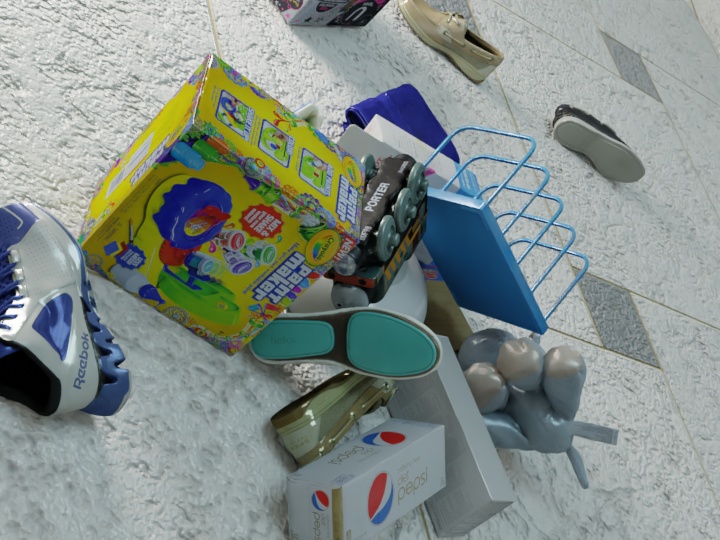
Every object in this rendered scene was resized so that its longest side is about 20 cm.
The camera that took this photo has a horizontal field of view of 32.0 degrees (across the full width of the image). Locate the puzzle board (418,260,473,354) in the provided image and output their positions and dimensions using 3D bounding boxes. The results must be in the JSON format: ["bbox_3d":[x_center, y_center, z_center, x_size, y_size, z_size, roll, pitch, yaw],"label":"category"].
[{"bbox_3d":[0.052,0.037,1.506,0.199,0.017,0.152,4,53,-51],"label":"puzzle board"}]

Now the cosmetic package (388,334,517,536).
[{"bbox_3d":[0.089,0.174,1.345,0.050,0.082,0.201,13,47,-48],"label":"cosmetic package"}]

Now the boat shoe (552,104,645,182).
[{"bbox_3d":[0.415,-0.221,2.187,0.199,0.074,0.061,26,42,-20],"label":"boat shoe"}]

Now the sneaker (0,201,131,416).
[{"bbox_3d":[-0.276,0.037,1.030,0.115,0.080,0.200,-11,67,-57],"label":"sneaker"}]

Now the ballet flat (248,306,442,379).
[{"bbox_3d":[-0.012,0.068,1.256,0.069,0.198,0.070,3,90,-77],"label":"ballet flat"}]

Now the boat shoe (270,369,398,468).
[{"bbox_3d":[-0.012,0.137,1.271,0.200,0.073,0.064,-27,89,-57],"label":"boat shoe"}]

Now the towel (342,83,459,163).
[{"bbox_3d":[0.055,-0.171,1.705,0.148,0.049,0.200,57,31,-2],"label":"towel"}]

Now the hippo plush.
[{"bbox_3d":[0.196,0.121,1.460,0.198,0.160,0.161,18,29,-14],"label":"hippo plush"}]

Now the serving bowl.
[{"bbox_3d":[0.000,0.000,1.405,0.199,0.066,0.201,23,44,-24],"label":"serving bowl"}]

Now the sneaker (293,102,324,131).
[{"bbox_3d":[-0.089,-0.126,1.440,0.076,0.077,0.201,37,35,-22],"label":"sneaker"}]

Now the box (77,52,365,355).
[{"bbox_3d":[-0.131,-0.058,1.198,0.192,0.200,0.123,33,35,-23],"label":"box"}]

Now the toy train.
[{"bbox_3d":[0.018,-0.039,1.314,0.084,0.115,0.200,10,38,17],"label":"toy train"}]

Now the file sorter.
[{"bbox_3d":[0.158,-0.051,1.446,0.123,0.138,0.201,-48,130,-21],"label":"file sorter"}]

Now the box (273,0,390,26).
[{"bbox_3d":[-0.044,-0.428,1.783,0.199,0.115,0.133,-16,70,-55],"label":"box"}]

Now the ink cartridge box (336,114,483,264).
[{"bbox_3d":[0.035,-0.106,1.527,0.199,0.115,0.068,29,29,-24],"label":"ink cartridge box"}]

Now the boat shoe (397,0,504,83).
[{"bbox_3d":[0.146,-0.387,2.023,0.200,0.065,0.072,38,33,-19],"label":"boat shoe"}]

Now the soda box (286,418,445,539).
[{"bbox_3d":[0.010,0.203,1.207,0.199,0.063,0.069,-19,109,-56],"label":"soda box"}]
